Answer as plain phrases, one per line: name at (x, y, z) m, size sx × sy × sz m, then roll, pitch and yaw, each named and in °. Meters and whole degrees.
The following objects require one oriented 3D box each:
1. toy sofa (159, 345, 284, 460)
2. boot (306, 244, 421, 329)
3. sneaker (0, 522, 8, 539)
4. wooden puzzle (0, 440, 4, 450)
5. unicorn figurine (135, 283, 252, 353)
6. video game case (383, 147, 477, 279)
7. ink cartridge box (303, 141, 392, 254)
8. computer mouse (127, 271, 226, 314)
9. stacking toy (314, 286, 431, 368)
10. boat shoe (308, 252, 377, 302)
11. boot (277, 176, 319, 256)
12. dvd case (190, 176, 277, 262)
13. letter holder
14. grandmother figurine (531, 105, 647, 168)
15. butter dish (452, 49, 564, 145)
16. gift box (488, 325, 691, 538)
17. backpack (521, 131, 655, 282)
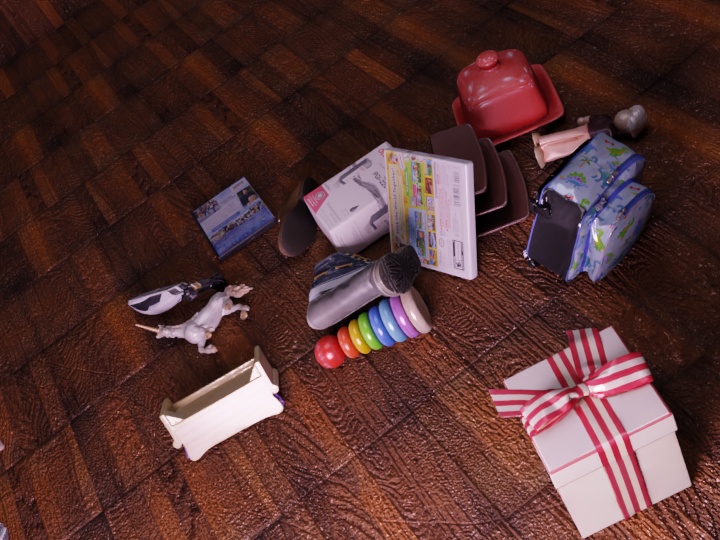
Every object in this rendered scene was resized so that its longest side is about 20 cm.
toy sofa at (-0.228, 0.222, 1.608) m, size 0.199 × 0.098 × 0.083 m, roll -30°, pitch 15°, yaw 2°
boot at (-0.009, 0.036, 1.553) m, size 0.198 × 0.073 × 0.182 m, roll -24°, pitch 0°, yaw 23°
sneaker at (-0.676, 0.496, 1.604) m, size 0.200 × 0.078 × 0.079 m, roll -49°, pitch 34°, yaw -20°
wooden puzzle at (-0.793, 0.361, 1.838) m, size 0.200 × 0.037 × 0.184 m, roll -44°, pitch 41°, yaw -15°
unicorn figurine at (-0.292, 0.096, 1.781) m, size 0.199 × 0.074 × 0.137 m, roll -33°, pitch 28°, yaw -25°
video game case at (0.118, -0.098, 1.626) m, size 0.181 × 0.202 × 0.023 m, roll 16°, pitch 31°, yaw 41°
ink cartridge box at (0.013, -0.132, 1.804) m, size 0.199 × 0.085 × 0.146 m, roll -33°, pitch 40°, yaw -5°
computer mouse at (-0.363, 0.052, 1.869) m, size 0.198 × 0.044 × 0.110 m, roll -15°, pitch 10°, yaw 29°
stacking toy at (0.015, 0.104, 1.577) m, size 0.199 × 0.086 × 0.086 m, roll -29°, pitch 39°, yaw 14°
boat shoe at (0.000, 0.000, 1.685) m, size 0.198 × 0.071 × 0.092 m, roll -17°, pitch 44°, yaw 18°
boot at (-0.131, -0.093, 1.879) m, size 0.075 × 0.074 × 0.201 m, roll -27°, pitch 32°, yaw 34°
dvd case at (-0.266, -0.110, 2.004) m, size 0.142 × 0.018 × 0.200 m, roll -35°, pitch 41°, yaw -4°
letter holder at (0.213, -0.167, 1.704) m, size 0.141 × 0.101 × 0.201 m, roll -18°, pitch 42°, yaw 12°
grandmother figurine at (0.404, -0.238, 1.690) m, size 0.198 × 0.061 × 0.122 m, roll -18°, pitch 50°, yaw 19°
butter dish at (0.259, -0.349, 1.821) m, size 0.198 × 0.148 × 0.201 m, roll -22°, pitch 41°, yaw 12°
gift box at (0.286, 0.192, 1.224) m, size 0.183 × 0.187 × 0.201 m, roll -30°, pitch 41°, yaw 0°
backpack at (0.364, -0.095, 1.481) m, size 0.146 × 0.184 × 0.200 m, roll 32°, pitch 64°, yaw 22°
